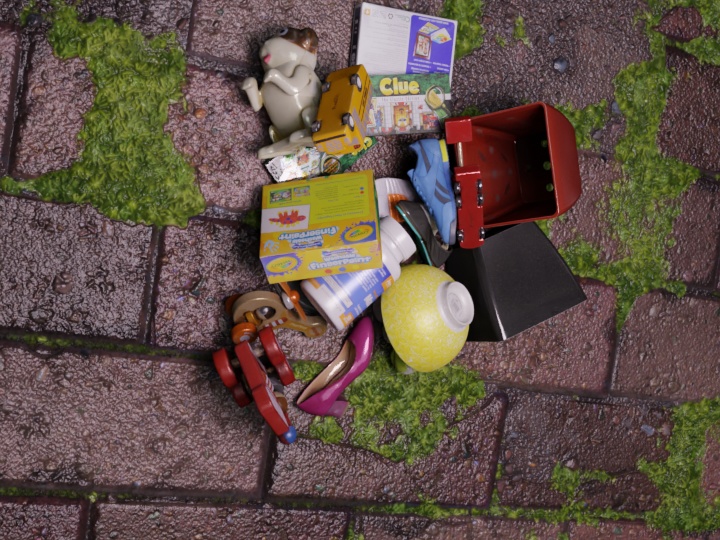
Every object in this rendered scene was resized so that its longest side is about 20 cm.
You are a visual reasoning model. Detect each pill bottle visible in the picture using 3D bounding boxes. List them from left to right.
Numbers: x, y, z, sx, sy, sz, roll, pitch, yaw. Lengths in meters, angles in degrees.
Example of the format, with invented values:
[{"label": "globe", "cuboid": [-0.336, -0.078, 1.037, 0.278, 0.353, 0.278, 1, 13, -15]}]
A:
[{"label": "pill bottle", "cuboid": [0.000, 0.000, 1.601, 0.199, 0.112, 0.113, -41, 108, -8]}]

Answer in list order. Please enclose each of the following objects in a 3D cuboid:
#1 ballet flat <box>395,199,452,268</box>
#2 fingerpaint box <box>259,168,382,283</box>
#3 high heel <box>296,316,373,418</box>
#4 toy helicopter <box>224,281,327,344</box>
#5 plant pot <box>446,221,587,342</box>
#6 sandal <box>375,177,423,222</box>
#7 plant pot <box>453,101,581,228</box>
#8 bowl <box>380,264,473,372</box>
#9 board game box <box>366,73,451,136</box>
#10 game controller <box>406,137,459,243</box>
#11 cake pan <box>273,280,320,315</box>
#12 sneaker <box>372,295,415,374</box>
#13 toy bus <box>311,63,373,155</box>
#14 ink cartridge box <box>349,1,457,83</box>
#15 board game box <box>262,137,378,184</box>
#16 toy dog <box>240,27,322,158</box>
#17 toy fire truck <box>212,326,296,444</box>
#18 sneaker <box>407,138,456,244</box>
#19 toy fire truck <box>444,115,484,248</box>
[{"label": "ballet flat", "cuboid": [0.121, -0.079, 1.664, 0.068, 0.068, 0.201, -34, 144, -1]}, {"label": "fingerpaint box", "cuboid": [-0.066, -0.075, 1.549, 0.196, 0.169, 0.074, -9, 140, 6]}, {"label": "high heel", "cuboid": [-0.043, 0.173, 1.668, 0.095, 0.067, 0.203, 18, 92, -32]}, {"label": "toy helicopter", "cuboid": [-0.133, 0.076, 1.608, 0.198, 0.080, 0.132, 19, 129, -39]}, {"label": "plant pot", "cuboid": [0.272, 0.013, 1.723, 0.198, 0.199, 0.180, -22, 94, -18]}, {"label": "sandal", "cuboid": [0.078, -0.129, 1.700, 0.205, 0.059, 0.081, -2, 95, -43]}, {"label": "plant pot", "cuboid": [0.308, -0.192, 1.699, 0.175, 0.198, 0.204, -9, 92, -50]}, {"label": "bowl", "cuboid": [0.140, 0.074, 1.648, 0.199, 0.107, 0.203, 24, 56, -42]}, {"label": "board game box", "cuboid": [0.071, -0.298, 1.643, 0.197, 0.023, 0.107, -7, 94, -21]}, {"label": "game controller", "cuboid": [0.159, -0.146, 1.704, 0.201, 0.042, 0.105, 51, 56, -28]}, {"label": "cake pan", "cuboid": [-0.068, -0.018, 1.660, 0.197, 0.037, 0.204, -2, 95, -21]}, {"label": "sneaker", "cuboid": [0.088, 0.088, 1.724, 0.104, 0.075, 0.203, -19, 102, -38]}, {"label": "toy bus", "cuboid": [-0.027, -0.258, 1.496, 0.064, 0.202, 0.079, -10, 133, 19]}, {"label": "ink cartridge box", "cuboid": [0.075, -0.372, 1.680, 0.195, 0.043, 0.204, 5, 92, -22]}, {"label": "board game box", "cuboid": [-0.071, -0.211, 1.648, 0.199, 0.023, 0.105, -40, 105, -13]}, {"label": "toy dog", "cuboid": [-0.106, -0.312, 1.556, 0.192, 0.139, 0.203, -14, 91, -33]}, {"label": "toy fire truck", "cuboid": [-0.162, 0.208, 1.549, 0.111, 0.169, 0.201, -24, 147, -4]}, {"label": "sneaker", "cuboid": [0.125, -0.136, 1.603, 0.077, 0.066, 0.203, -7, 70, -2]}, {"label": "toy fire truck", "cuboid": [0.185, -0.158, 1.630, 0.048, 0.142, 0.203, -6, 119, 2]}]
